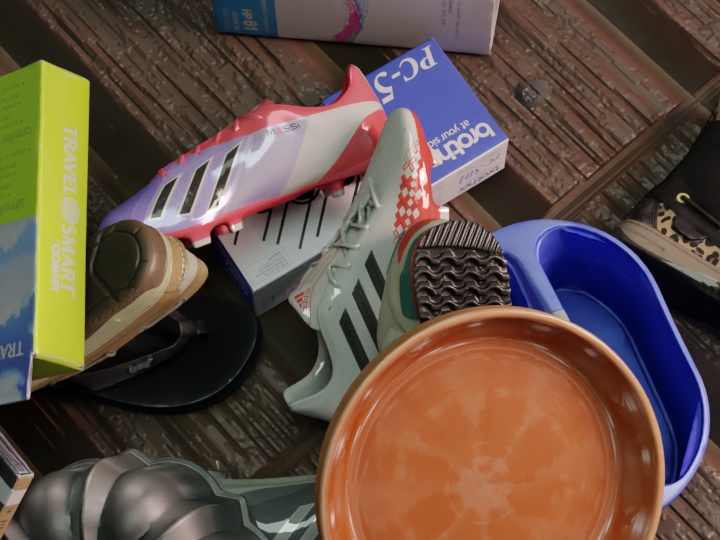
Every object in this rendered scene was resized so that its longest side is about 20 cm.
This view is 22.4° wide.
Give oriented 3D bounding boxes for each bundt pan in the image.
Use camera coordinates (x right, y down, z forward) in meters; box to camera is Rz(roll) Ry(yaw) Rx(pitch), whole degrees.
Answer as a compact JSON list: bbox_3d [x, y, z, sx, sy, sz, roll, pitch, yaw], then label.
[{"bbox_3d":[-0.144,0.199,1.027,0.200,0.076,0.204,-3,80,14],"label":"bundt pan"}]

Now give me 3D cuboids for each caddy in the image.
[{"bbox_3d":[0.126,0.067,1.102,0.140,0.105,0.201,-19,66,-7],"label":"caddy"}]

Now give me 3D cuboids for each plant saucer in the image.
[{"bbox_3d":[0.071,0.118,1.002,0.198,0.032,0.202,-2,98,-14],"label":"plant saucer"}]

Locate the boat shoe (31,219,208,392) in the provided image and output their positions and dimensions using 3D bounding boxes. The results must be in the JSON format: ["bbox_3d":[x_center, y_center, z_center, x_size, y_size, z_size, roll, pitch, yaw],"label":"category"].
[{"bbox_3d":[-0.177,0.038,1.104,0.199,0.076,0.072,-24,65,28],"label":"boat shoe"}]

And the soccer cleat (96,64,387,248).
[{"bbox_3d":[-0.075,-0.065,1.133,0.198,0.067,0.077,-19,94,-13],"label":"soccer cleat"}]

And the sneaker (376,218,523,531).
[{"bbox_3d":[0.046,0.066,1.053,0.070,0.093,0.202,-3,99,-14],"label":"sneaker"}]

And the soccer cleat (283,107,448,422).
[{"bbox_3d":[0.000,0.000,1.111,0.084,0.069,0.202,4,105,-16],"label":"soccer cleat"}]

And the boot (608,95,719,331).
[{"bbox_3d":[0.275,-0.021,1.163,0.199,0.073,0.151,28,68,19],"label":"boot"}]

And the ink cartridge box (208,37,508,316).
[{"bbox_3d":[-0.010,-0.063,1.200,0.199,0.044,0.094,-31,70,-13],"label":"ink cartridge box"}]

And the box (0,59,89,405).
[{"bbox_3d":[-0.215,-0.011,1.066,0.121,0.048,0.202,-14,69,35],"label":"box"}]

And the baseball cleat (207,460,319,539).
[{"bbox_3d":[-0.033,0.167,1.091,0.198,0.070,0.108,-3,79,5],"label":"baseball cleat"}]

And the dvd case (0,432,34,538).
[{"bbox_3d":[-0.268,0.142,1.041,0.149,0.016,0.201,45,117,30],"label":"dvd case"}]

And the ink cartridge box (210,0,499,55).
[{"bbox_3d":[0.003,-0.236,1.258,0.198,0.085,0.146,5,65,5],"label":"ink cartridge box"}]

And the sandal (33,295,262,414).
[{"bbox_3d":[-0.161,0.049,1.151,0.198,0.043,0.077,-1,65,1],"label":"sandal"}]
